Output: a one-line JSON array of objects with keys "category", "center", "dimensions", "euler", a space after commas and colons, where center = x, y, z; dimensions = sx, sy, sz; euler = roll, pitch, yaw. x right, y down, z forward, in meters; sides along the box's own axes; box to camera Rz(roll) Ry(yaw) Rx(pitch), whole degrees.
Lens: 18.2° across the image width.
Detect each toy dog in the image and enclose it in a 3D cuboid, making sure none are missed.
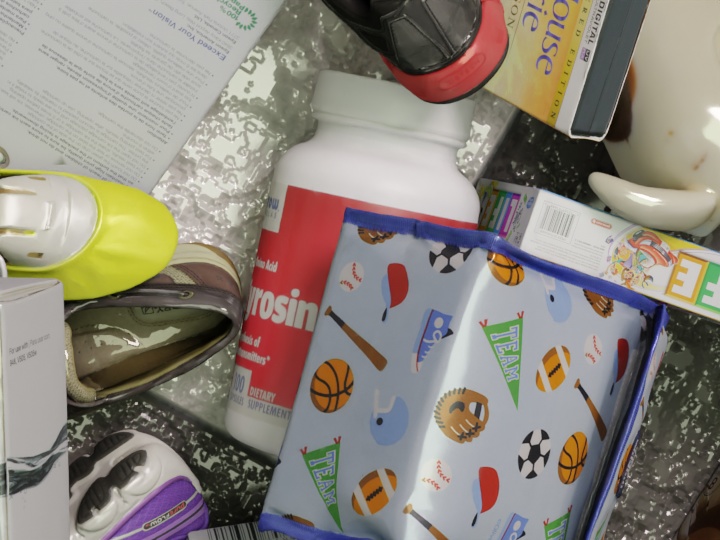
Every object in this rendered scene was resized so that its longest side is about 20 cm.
[{"category": "toy dog", "center": [0.147, -0.117, 1.190], "dimensions": [0.194, 0.140, 0.200], "euler": [-39, 76, -23]}]

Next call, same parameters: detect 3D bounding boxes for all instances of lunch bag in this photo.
[{"category": "lunch bag", "center": [0.071, 0.076, 1.114], "dimensions": [0.200, 0.124, 0.170], "euler": [22, 84, -48]}]

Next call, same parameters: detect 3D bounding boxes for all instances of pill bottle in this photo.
[{"category": "pill bottle", "center": [0.000, 0.000, 1.190], "dimensions": [0.112, 0.112, 0.200], "euler": [11, 92, -11]}]

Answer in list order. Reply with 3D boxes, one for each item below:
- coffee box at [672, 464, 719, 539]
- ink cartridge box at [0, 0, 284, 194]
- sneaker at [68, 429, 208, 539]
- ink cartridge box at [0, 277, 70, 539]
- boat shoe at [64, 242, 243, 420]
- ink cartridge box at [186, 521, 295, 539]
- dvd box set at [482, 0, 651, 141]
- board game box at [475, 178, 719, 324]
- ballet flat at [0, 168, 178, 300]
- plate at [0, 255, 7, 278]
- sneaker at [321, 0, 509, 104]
[{"category": "coffee box", "center": [0.203, 0.202, 1.244], "dimensions": [0.080, 0.113, 0.200], "euler": [33, 88, -11]}, {"category": "ink cartridge box", "center": [-0.167, -0.130, 1.161], "dimensions": [0.196, 0.043, 0.200], "euler": [32, 120, -11]}, {"category": "sneaker", "center": [-0.162, 0.177, 1.198], "dimensions": [0.200, 0.081, 0.083], "euler": [-39, 117, 1]}, {"category": "ink cartridge box", "center": [-0.220, 0.102, 1.089], "dimensions": [0.146, 0.083, 0.200], "euler": [2, 98, 14]}, {"category": "boat shoe", "center": [-0.156, 0.042, 1.182], "dimensions": [0.200, 0.065, 0.073], "euler": [-24, 112, -2]}, {"category": "ink cartridge box", "center": [0.011, 0.220, 1.237], "dimensions": [0.196, 0.043, 0.200], "euler": [-8, 117, -10]}, {"category": "dvd box set", "center": [0.071, -0.168, 1.137], "dimensions": [0.029, 0.200, 0.147], "euler": [1, 114, -40]}, {"category": "board game box", "center": [0.165, 0.001, 1.209], "dimensions": [0.200, 0.134, 0.034], "euler": [19, 91, -11]}, {"category": "ballet flat", "center": [-0.195, -0.025, 1.147], "dimensions": [0.200, 0.067, 0.067], "euler": [6, 75, 7]}, {"category": "plate", "center": [-0.272, 0.079, 1.158], "dimensions": [0.200, 0.032, 0.200], "euler": [4, 99, 13]}, {"category": "sneaker", "center": [-0.001, -0.174, 1.114], "dimensions": [0.071, 0.098, 0.201], "euler": [-37, 57, 10]}]
